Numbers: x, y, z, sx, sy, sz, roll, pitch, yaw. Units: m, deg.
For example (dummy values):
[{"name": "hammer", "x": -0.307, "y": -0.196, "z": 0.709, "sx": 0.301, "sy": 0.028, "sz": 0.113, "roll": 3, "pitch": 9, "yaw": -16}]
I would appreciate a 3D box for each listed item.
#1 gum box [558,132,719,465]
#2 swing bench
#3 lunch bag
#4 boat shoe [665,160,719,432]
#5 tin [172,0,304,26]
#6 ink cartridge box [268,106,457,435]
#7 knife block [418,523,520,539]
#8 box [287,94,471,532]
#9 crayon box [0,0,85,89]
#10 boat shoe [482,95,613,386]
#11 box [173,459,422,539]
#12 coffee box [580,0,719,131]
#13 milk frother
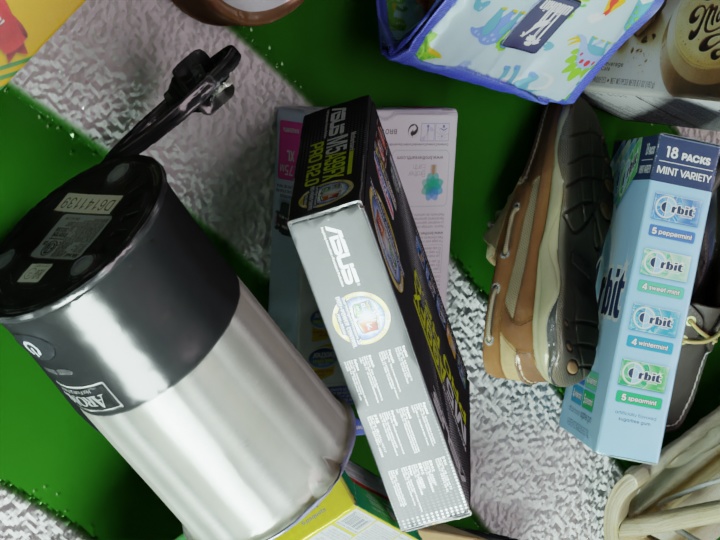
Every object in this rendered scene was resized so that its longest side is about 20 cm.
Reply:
[{"name": "gum box", "x": 0.178, "y": 0.015, "z": 1.447, "sx": 0.044, "sy": 0.170, "sz": 0.201, "roll": 10, "pitch": 91, "yaw": -3}, {"name": "swing bench", "x": 0.295, "y": 0.144, "z": 1.547, "sx": 0.199, "sy": 0.199, "sz": 0.130, "roll": -33, "pitch": 112, "yaw": -31}, {"name": "lunch bag", "x": 0.101, "y": -0.209, "z": 1.369, "sx": 0.169, "sy": 0.127, "sz": 0.201, "roll": 10, "pitch": 102, "yaw": -45}, {"name": "boat shoe", "x": 0.223, "y": 0.019, "z": 1.549, "sx": 0.071, "sy": 0.060, "sz": 0.203, "roll": 1, "pitch": 97, "yaw": -41}, {"name": "tin", "x": -0.074, "y": -0.237, "z": 1.269, "sx": 0.112, "sy": 0.042, "sz": 0.201, "roll": -19, "pitch": 110, "yaw": -32}, {"name": "ink cartridge box", "x": 0.000, "y": 0.000, "z": 1.372, "sx": 0.119, "sy": 0.042, "sz": 0.201, "roll": -3, "pitch": 97, "yaw": -38}, {"name": "knife block", "x": 0.038, "y": 0.182, "z": 1.423, "sx": 0.175, "sy": 0.064, "sz": 0.201, "roll": -39, "pitch": 120, "yaw": -29}, {"name": "box", "x": 0.015, "y": 0.022, "z": 1.270, "sx": 0.044, "sy": 0.160, "sz": 0.201, "roll": -16, "pitch": 113, "yaw": 9}, {"name": "crayon box", "x": -0.209, "y": -0.167, "z": 1.159, "sx": 0.200, "sy": 0.051, "sz": 0.127, "roll": -51, "pitch": 125, "yaw": -22}, {"name": "boat shoe", "x": 0.113, "y": -0.020, "z": 1.437, "sx": 0.076, "sy": 0.073, "sz": 0.201, "roll": 44, "pitch": 48, "yaw": -48}, {"name": "box", "x": -0.073, "y": 0.180, "z": 1.269, "sx": 0.200, "sy": 0.049, "sz": 0.117, "roll": -35, "pitch": 154, "yaw": 8}, {"name": "coffee box", "x": 0.225, "y": -0.152, "z": 1.427, "sx": 0.080, "sy": 0.200, "sz": 0.114, "roll": 20, "pitch": 86, "yaw": -37}, {"name": "milk frother", "x": -0.083, "y": 0.009, "z": 1.206, "sx": 0.200, "sy": 0.180, "sz": 0.188, "roll": -43, "pitch": 120, "yaw": -11}]
